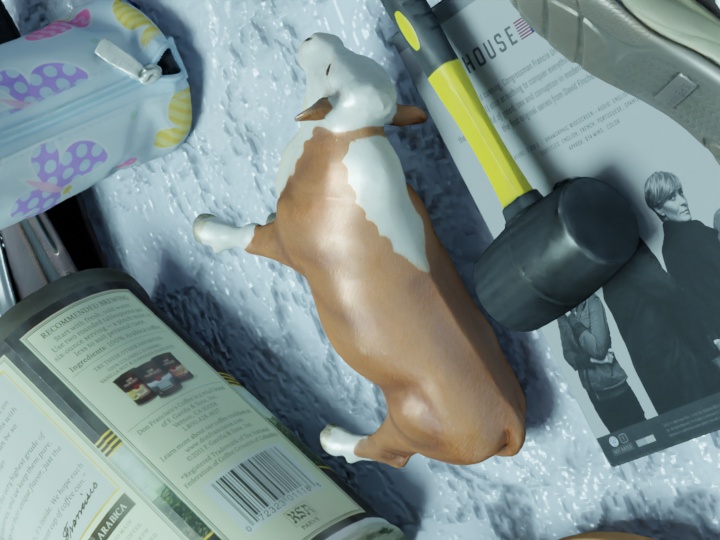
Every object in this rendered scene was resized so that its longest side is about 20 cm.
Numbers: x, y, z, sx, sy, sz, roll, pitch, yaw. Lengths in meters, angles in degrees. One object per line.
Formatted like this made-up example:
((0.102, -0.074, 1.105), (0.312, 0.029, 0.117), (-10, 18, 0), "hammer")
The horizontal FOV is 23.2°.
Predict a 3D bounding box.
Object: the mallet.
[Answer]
((0.042, -0.076, 0.678), (0.066, 0.041, 0.201), (-30, 84, 50), "mallet")

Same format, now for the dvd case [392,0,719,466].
((0.107, -0.034, 0.674), (0.150, 0.025, 0.201), (-28, 88, 48), "dvd case")

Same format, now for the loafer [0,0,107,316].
((-0.167, -0.053, 0.913), (0.063, 0.072, 0.201), (1, 118, 23), "loafer")

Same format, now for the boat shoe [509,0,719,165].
((0.142, -0.070, 0.578), (0.200, 0.073, 0.074), (37, 169, -5), "boat shoe")

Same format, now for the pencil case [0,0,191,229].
((-0.172, -0.057, 0.812), (0.090, 0.199, 0.084), (12, 124, 48), "pencil case")

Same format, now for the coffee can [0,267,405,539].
((-0.098, 0.117, 0.857), (0.200, 0.146, 0.147), (41, 133, 23), "coffee can")

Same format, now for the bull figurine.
((0.000, 0.000, 0.755), (0.121, 0.065, 0.201), (-11, 109, 52), "bull figurine")

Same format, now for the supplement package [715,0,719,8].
((0.231, -0.071, 0.471), (0.200, 0.111, 0.156), (-36, 83, 48), "supplement package")

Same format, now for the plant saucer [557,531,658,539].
((0.135, 0.201, 0.752), (0.199, 0.037, 0.201), (20, 122, 36), "plant saucer")
